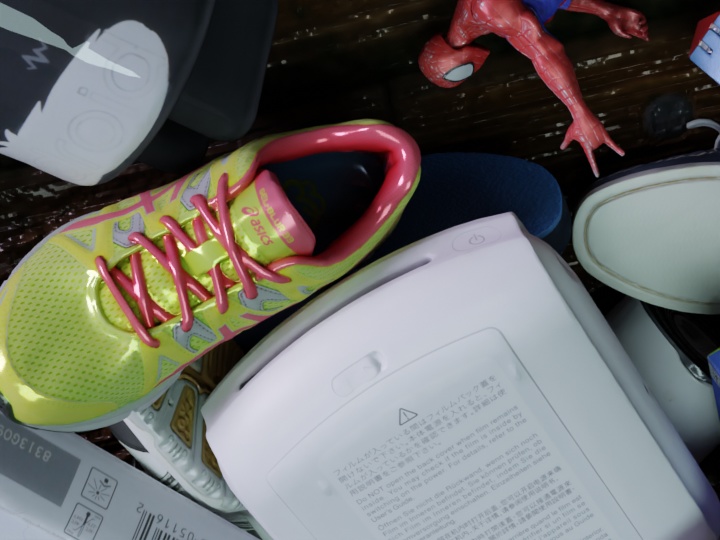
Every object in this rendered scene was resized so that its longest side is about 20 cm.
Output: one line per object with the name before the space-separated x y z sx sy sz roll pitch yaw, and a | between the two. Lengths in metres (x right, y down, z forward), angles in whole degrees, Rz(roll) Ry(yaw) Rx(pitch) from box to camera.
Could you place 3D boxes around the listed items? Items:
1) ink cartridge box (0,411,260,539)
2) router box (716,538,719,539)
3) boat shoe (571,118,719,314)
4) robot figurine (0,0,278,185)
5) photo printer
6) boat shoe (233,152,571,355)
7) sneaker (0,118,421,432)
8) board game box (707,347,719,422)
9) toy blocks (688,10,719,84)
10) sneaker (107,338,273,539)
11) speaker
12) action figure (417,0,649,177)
ink cartridge box | -0.157 0.114 0.836 0.160 0.047 0.200 33 150 -25
router box | 0.183 0.149 0.835 0.199 0.051 0.149 -35 154 8
boat shoe | 0.187 -0.030 0.856 0.199 0.062 0.075 -7 120 -7
robot figurine | -0.131 -0.110 0.723 0.199 0.125 0.151 23 114 -25
photo printer | 0.041 0.078 0.793 0.166 0.070 0.200 -32 125 8
boat shoe | 0.000 0.000 0.849 0.199 0.084 0.069 -10 135 19
sneaker | -0.058 -0.009 0.731 0.200 0.090 0.078 -33 92 -25
board game box | 0.234 0.065 0.868 0.134 0.045 0.200 -30 148 -2
toy blocks | 0.226 -0.112 0.773 0.100 0.137 0.201 1 129 -51
sneaker | -0.076 0.082 0.840 0.087 0.076 0.200 -10 146 27
speaker | 0.094 0.102 0.912 0.081 0.081 0.200 33 111 -24
action figure | 0.119 -0.122 0.785 0.199 0.065 0.099 -34 108 13
